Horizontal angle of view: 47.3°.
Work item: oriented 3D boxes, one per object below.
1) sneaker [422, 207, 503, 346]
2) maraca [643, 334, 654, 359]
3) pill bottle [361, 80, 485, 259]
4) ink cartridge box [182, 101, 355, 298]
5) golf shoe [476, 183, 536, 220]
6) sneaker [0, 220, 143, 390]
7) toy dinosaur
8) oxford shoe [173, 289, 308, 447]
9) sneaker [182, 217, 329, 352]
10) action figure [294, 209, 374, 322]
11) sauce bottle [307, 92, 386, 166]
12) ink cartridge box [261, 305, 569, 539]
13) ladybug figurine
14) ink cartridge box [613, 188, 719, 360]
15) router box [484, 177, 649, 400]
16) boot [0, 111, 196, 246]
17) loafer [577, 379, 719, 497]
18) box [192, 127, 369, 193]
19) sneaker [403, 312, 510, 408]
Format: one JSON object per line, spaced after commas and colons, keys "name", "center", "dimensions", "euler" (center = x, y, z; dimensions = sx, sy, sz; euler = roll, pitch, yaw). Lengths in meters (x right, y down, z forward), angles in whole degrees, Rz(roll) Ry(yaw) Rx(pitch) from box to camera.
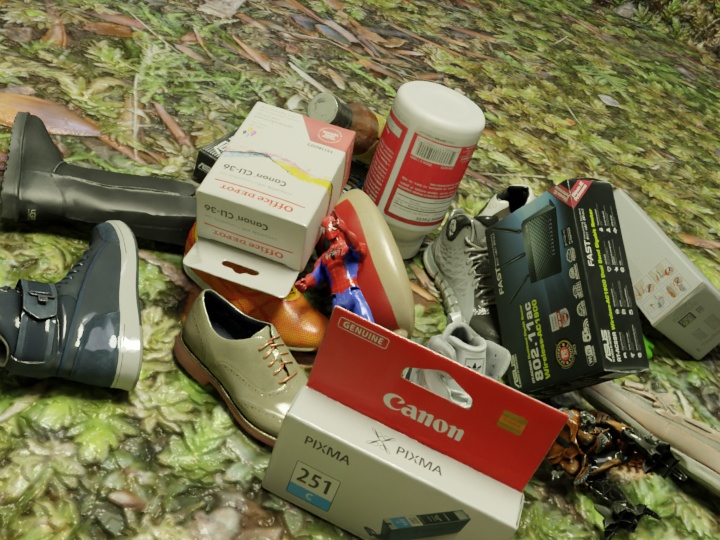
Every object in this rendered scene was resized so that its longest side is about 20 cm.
{"name": "sneaker", "center": [0.141, -0.002, 0.964], "dimensions": [0.074, 0.116, 0.201], "euler": [-1, 39, -29]}
{"name": "maraca", "center": [0.281, 0.042, 0.996], "dimensions": [0.199, 0.107, 0.138], "euler": [27, 30, -27]}
{"name": "pill bottle", "center": [0.066, -0.118, 1.007], "dimensions": [0.111, 0.201, 0.113], "euler": [15, 34, -10]}
{"name": "ink cartridge box", "center": [-0.089, -0.076, 0.829], "dimensions": [0.115, 0.068, 0.201], "euler": [17, 47, 5]}
{"name": "golf shoe", "center": [0.234, -0.074, 1.137], "dimensions": [0.199, 0.095, 0.078], "euler": [-15, 47, -44]}
{"name": "sneaker", "center": [-0.277, 0.016, 0.741], "dimensions": [0.145, 0.077, 0.203], "euler": [7, 37, -25]}
{"name": "toy dinosaur", "center": [0.238, 0.172, 0.803], "dimensions": [0.198, 0.103, 0.136], "euler": [-5, 26, -27]}
{"name": "oxford shoe", "center": [-0.086, 0.094, 0.740], "dimensions": [0.199, 0.074, 0.071], "euler": [33, 33, 15]}
{"name": "sneaker", "center": [-0.108, 0.012, 0.842], "dimensions": [0.199, 0.078, 0.073], "euler": [35, 37, 18]}
{"name": "action figure", "center": [-0.019, 0.029, 0.761], "dimensions": [0.099, 0.065, 0.202], "euler": [40, 33, -58]}
{"name": "sauce bottle", "center": [-0.002, -0.174, 1.023], "dimensions": [0.066, 0.066, 0.200], "euler": [39, 8, 24]}
{"name": "ink cartridge box", "center": [0.035, 0.145, 0.646], "dimensions": [0.199, 0.177, 0.045], "euler": [25, 34, 6]}
{"name": "ladybug figurine", "center": [0.000, 0.000, 0.881], "dimensions": [0.071, 0.137, 0.201], "euler": [-15, 47, -11]}
{"name": "ink cartridge box", "center": [0.407, 0.012, 1.099], "dimensions": [0.175, 0.084, 0.201], "euler": [30, 24, -38]}
{"name": "router box", "center": [0.208, 0.023, 0.859], "dimensions": [0.062, 0.150, 0.202], "euler": [2, 71, -26]}
{"name": "boot", "center": [-0.283, -0.102, 0.911], "dimensions": [0.198, 0.066, 0.166], "euler": [4, 46, -19]}
{"name": "loafer", "center": [0.325, 0.162, 0.867], "dimensions": [0.199, 0.063, 0.072], "euler": [36, -4, 13]}
{"name": "box", "center": [-0.084, -0.128, 1.077], "dimensions": [0.192, 0.048, 0.200], "euler": [32, 35, 9]}
{"name": "sneaker", "center": [0.093, 0.134, 0.749], "dimensions": [0.074, 0.116, 0.201], "euler": [6, 37, -21]}
